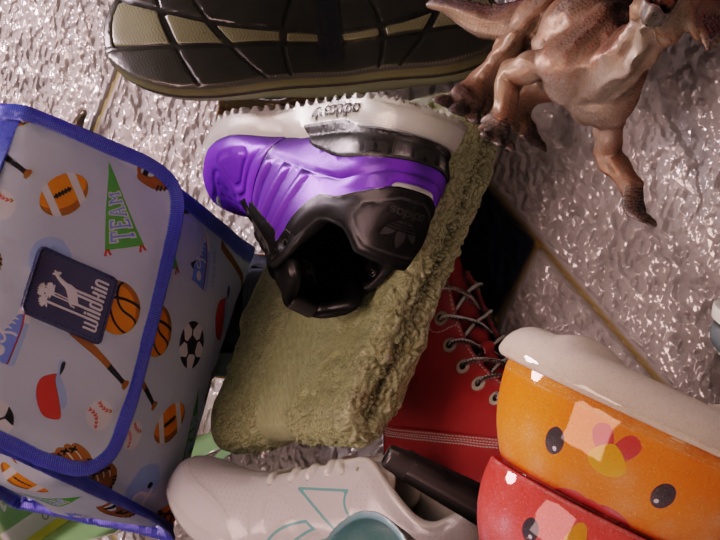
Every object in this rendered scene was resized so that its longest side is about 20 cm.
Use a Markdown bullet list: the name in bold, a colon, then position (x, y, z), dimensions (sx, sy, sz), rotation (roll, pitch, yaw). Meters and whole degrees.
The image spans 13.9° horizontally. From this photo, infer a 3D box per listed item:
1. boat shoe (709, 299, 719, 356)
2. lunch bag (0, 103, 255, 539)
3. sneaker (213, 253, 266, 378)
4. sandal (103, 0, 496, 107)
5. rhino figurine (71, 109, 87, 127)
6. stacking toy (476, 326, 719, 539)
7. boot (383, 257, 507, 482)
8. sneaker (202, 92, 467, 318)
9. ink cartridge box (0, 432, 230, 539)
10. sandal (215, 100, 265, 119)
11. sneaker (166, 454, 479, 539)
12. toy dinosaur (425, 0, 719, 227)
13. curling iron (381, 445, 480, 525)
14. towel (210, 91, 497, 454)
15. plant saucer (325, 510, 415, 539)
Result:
- **boat shoe**: position (0.219, 0.078, 1.267), dimensions (0.200, 0.073, 0.062), rotation (36, 117, 36)
- **lunch bag**: position (-0.148, 0.028, 1.469), dimensions (0.124, 0.200, 0.170), rotation (7, 73, 26)
- **sneaker**: position (-0.066, 0.026, 1.594), dimensions (0.200, 0.079, 0.078), rotation (7, 99, 48)
- **sandal**: position (-0.029, -0.107, 1.473), dimensions (0.057, 0.201, 0.080), rotation (88, -174, -59)
- **rhino figurine**: position (-0.181, 0.003, 1.728), dimensions (0.087, 0.060, 0.200), rotation (-3, 72, 64)
- **stacking toy**: position (0.094, 0.136, 1.288), dimensions (0.146, 0.146, 0.200), rotation (24, 91, 46)
- **boot**: position (0.073, 0.054, 1.442), dimensions (0.200, 0.072, 0.144), rotation (-14, 81, 51)
- **sneaker**: position (-0.028, -0.026, 1.441), dimensions (0.200, 0.070, 0.100), rotation (-8, 68, 61)
- **ink cartridge box**: position (-0.151, 0.112, 1.651), dimensions (0.200, 0.146, 0.048), rotation (-24, 98, 49)
- **sandal**: position (-0.037, -0.132, 1.549), dimensions (0.070, 0.078, 0.212), rotation (-84, 8, -45)
- **sneaker**: position (-0.007, 0.119, 1.438), dimensions (0.200, 0.070, 0.080), rotation (20, 109, 31)
- **toy dinosaur**: position (0.110, -0.112, 1.363), dimensions (0.136, 0.086, 0.200), rotation (-62, 30, 8)
- **curling iron**: position (0.101, 0.128, 1.360), dimensions (0.200, 0.026, 0.050), rotation (29, 162, 1)
- **towel**: position (0.000, 0.000, 1.479), dimensions (0.148, 0.036, 0.200), rotation (-8, 56, 56)
- **plant saucer**: position (0.011, 0.206, 1.294), dimensions (0.200, 0.036, 0.200), rotation (-173, 90, -70)
